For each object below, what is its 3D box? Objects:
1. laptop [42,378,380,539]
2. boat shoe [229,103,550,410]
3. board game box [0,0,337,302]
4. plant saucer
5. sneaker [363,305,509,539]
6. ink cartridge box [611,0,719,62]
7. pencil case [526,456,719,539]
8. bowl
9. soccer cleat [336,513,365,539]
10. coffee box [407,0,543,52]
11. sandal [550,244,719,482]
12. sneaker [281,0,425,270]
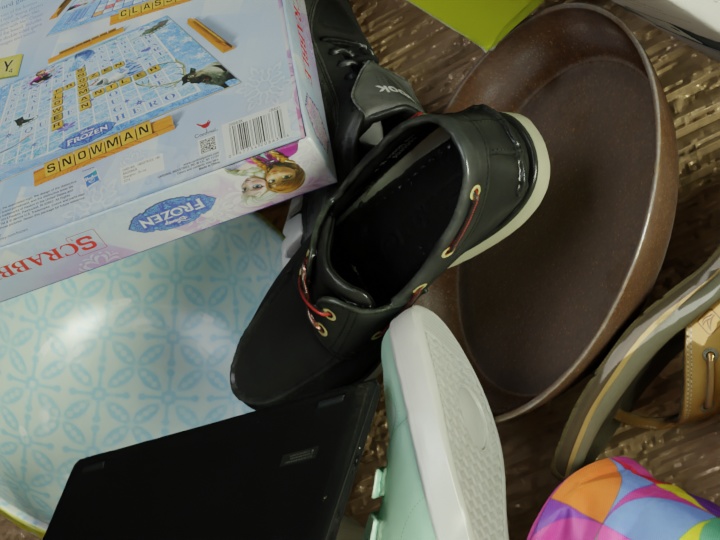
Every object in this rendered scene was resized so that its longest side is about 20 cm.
[{"bbox_3d":[-0.057,0.175,0.985,0.187,0.116,0.200,-17,40,36],"label":"laptop"},{"bbox_3d":[-0.001,-0.002,1.032,0.201,0.063,0.074,-44,62,32],"label":"boat shoe"},{"bbox_3d":[-0.122,-0.097,1.131,0.200,0.041,0.200,-18,53,12],"label":"board game box"},{"bbox_3d":[0.084,-0.024,1.051,0.200,0.034,0.201,-34,48,49],"label":"plant saucer"},{"bbox_3d":[0.004,0.121,0.992,0.118,0.074,0.201,-14,78,23],"label":"sneaker"},{"bbox_3d":[0.166,-0.165,0.947,0.086,0.200,0.147,28,96,39],"label":"ink cartridge box"},{"bbox_3d":[0.159,0.152,0.941,0.200,0.088,0.089,30,97,42],"label":"pencil case"},{"bbox_3d":[-0.113,0.062,1.155,0.200,0.108,0.200,0,64,0],"label":"bowl"},{"bbox_3d":[0.043,0.164,1.046,0.200,0.069,0.078,43,100,31],"label":"soccer cleat"},{"bbox_3d":[0.034,-0.261,1.040,0.200,0.200,0.198,-42,48,21],"label":"coffee box"},{"bbox_3d":[0.157,0.027,0.993,0.054,0.080,0.200,46,104,12],"label":"sandal"},{"bbox_3d":[0.000,-0.076,1.129,0.090,0.066,0.200,-37,49,43],"label":"sneaker"}]
